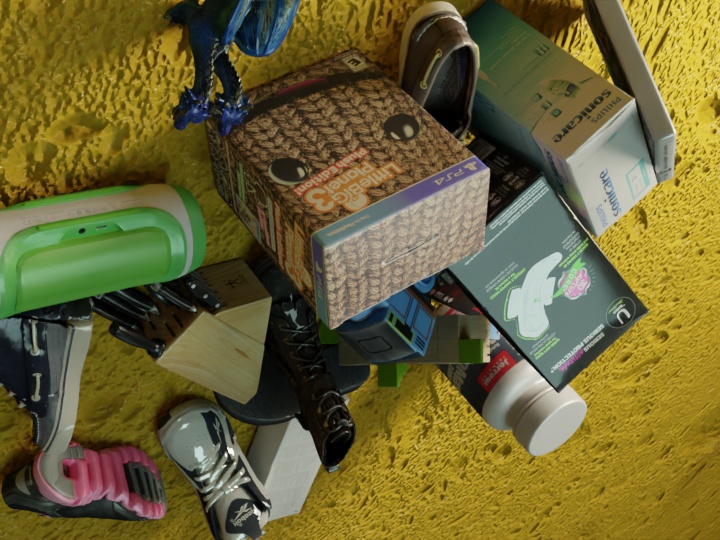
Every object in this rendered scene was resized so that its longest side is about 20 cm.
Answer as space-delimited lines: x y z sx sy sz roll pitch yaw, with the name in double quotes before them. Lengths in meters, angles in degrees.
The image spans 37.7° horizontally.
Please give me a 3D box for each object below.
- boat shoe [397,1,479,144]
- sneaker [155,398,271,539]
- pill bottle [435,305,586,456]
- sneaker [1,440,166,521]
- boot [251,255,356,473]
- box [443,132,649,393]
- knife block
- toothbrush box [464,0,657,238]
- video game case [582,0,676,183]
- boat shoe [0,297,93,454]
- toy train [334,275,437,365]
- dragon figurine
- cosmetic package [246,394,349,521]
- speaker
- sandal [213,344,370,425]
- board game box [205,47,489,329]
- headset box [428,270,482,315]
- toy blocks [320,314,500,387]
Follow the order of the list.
"boat shoe" 0.068 -0.142 0.956 0.072 0.060 0.200 -13 138 -18
"sneaker" -0.150 0.233 1.160 0.079 0.130 0.200 -30 143 -18
"pill bottle" 0.178 0.124 1.296 0.119 0.200 0.120 -25 141 -22
"sneaker" -0.285 0.228 1.094 0.095 0.079 0.200 -29 148 20
"boot" -0.047 0.091 1.057 0.069 0.174 0.200 -18 144 -14
"box" 0.157 -0.009 1.038 0.124 0.149 0.200 -41 117 2
"knife block" -0.178 0.063 1.012 0.175 0.064 0.201 -16 138 -31
"toothbrush box" 0.175 -0.145 1.008 0.085 0.200 0.146 -41 144 -1
"video game case" 0.251 -0.192 1.003 0.023 0.201 0.182 -23 168 12
"boat shoe" -0.297 0.088 0.934 0.092 0.075 0.200 3 129 -22
"toy train" 0.000 0.000 1.025 0.086 0.115 0.200 -15 132 37
"dragon figurine" -0.088 -0.197 0.791 0.059 0.099 0.200 11 119 -49
"cosmetic package" -0.088 0.218 1.270 0.082 0.051 0.200 -4 130 -38
"speaker" -0.230 -0.018 0.860 0.199 0.088 0.089 -14 136 -34
"sandal" -0.075 0.131 1.178 0.200 0.076 0.043 -7 155 -38
"board game box" -0.014 -0.077 0.902 0.159 0.200 0.097 -27 142 -21
"headset box" 0.148 -0.052 1.189 0.200 0.075 0.148 -50 143 12
"toy blocks" 0.075 0.079 1.185 0.137 0.199 0.100 7 81 -57
